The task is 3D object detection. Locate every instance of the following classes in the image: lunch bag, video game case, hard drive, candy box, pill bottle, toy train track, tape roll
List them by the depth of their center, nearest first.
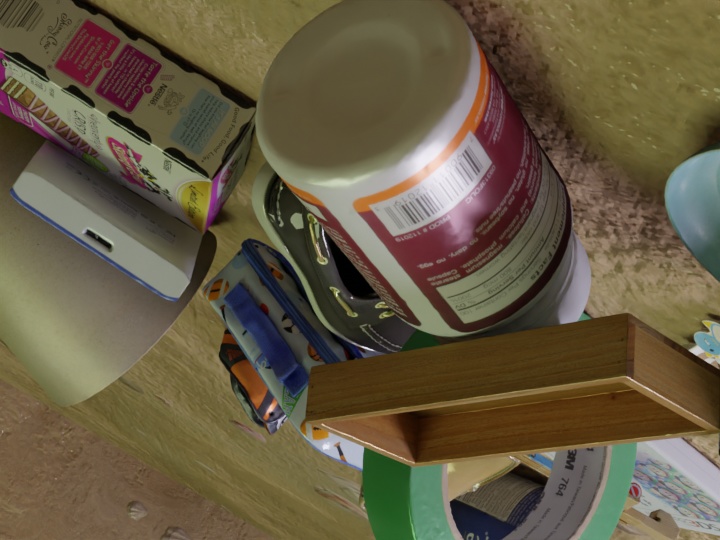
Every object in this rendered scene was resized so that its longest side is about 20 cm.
[{"bbox_3d":[0.041,-0.038,0.815,0.114,0.114,0.200,19,160,37],"label":"pill bottle"},{"bbox_3d":[0.093,0.116,1.027,0.200,0.201,0.048,42,160,-34],"label":"tape roll"},{"bbox_3d":[-0.171,-0.113,1.071,0.200,0.061,0.136,31,164,1],"label":"candy box"},{"bbox_3d":[-0.174,-0.051,1.159,0.132,0.025,0.200,34,-167,-11],"label":"hard drive"},{"bbox_3d":[-0.026,0.068,1.196,0.160,0.076,0.200,36,-170,-50],"label":"lunch bag"},{"bbox_3d":[0.153,0.142,1.215,0.200,0.033,0.115,29,163,0],"label":"toy train track"},{"bbox_3d":[0.200,0.143,1.237,0.200,0.024,0.182,38,162,-23],"label":"video game case"},{"bbox_3d":[0.124,0.242,1.517,0.200,0.112,0.112,18,160,37],"label":"pill bottle"}]

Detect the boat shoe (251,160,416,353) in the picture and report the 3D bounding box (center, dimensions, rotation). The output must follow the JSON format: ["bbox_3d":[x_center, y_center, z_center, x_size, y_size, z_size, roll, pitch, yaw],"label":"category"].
[{"bbox_3d":[0.000,0.000,1.081,0.060,0.072,0.201,22,160,42],"label":"boat shoe"}]

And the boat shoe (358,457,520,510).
[{"bbox_3d":[0.065,0.168,1.323,0.072,0.076,0.200,33,152,-18],"label":"boat shoe"}]

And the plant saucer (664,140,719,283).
[{"bbox_3d":[0.233,-0.005,0.725,0.200,0.027,0.200,28,164,9],"label":"plant saucer"}]

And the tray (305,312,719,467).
[{"bbox_3d":[0.078,0.066,0.848,0.200,0.037,0.099,-11,154,38],"label":"tray"}]

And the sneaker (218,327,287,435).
[{"bbox_3d":[-0.033,0.103,1.375,0.200,0.112,0.078,31,165,-3],"label":"sneaker"}]

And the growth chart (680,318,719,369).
[{"bbox_3d":[0.252,0.075,0.949,0.144,0.018,0.200,33,163,-3],"label":"growth chart"}]

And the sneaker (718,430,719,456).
[{"bbox_3d":[0.275,0.106,0.821,0.199,0.089,0.079,23,-173,9],"label":"sneaker"}]

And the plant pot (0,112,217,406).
[{"bbox_3d":[-0.248,-0.029,1.279,0.200,0.187,0.187,46,160,-20],"label":"plant pot"}]
